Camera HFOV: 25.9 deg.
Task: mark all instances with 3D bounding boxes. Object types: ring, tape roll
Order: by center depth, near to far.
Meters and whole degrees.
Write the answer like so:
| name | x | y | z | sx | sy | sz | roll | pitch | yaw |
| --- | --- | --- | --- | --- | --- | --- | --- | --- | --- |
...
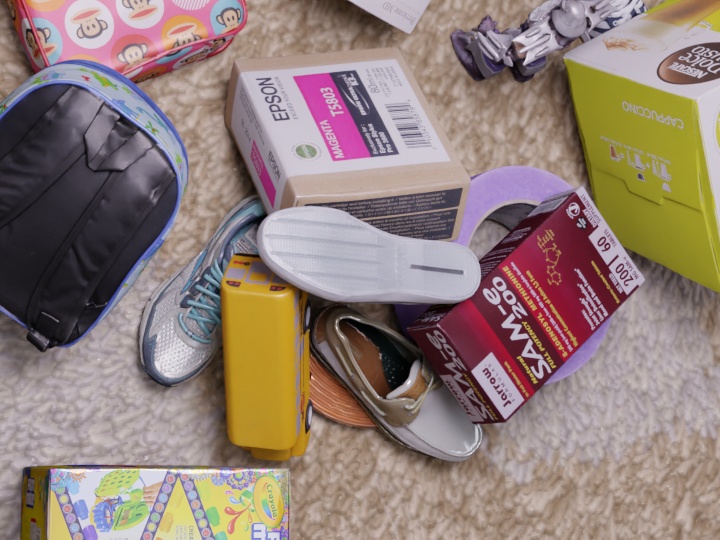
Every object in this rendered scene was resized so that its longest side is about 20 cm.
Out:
| name | x | y | z | sx | sy | sz | roll | pitch | yaw |
| --- | --- | --- | --- | --- | --- | --- | --- | --- | --- |
| tape roll | 0.134 | 0.009 | 1.454 | 0.198 | 0.085 | 0.203 | 4 | 82 | -27 |
| ring | 0.007 | 0.044 | 1.458 | 0.198 | 0.019 | 0.203 | 2 | 83 | -19 |

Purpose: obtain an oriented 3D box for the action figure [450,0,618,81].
| name | x | y | z | sx | sy | sz | roll | pitch | yaw |
| --- | --- | --- | --- | --- | --- | --- | --- | --- | --- |
| action figure | 0.156 | -0.220 | 1.437 | 0.129 | 0.200 | 0.070 | -20 | 90 | -19 |

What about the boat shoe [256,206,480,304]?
| name | x | y | z | sx | sy | sz | roll | pitch | yaw |
| --- | --- | --- | --- | --- | --- | --- | --- | --- | --- |
| boat shoe | 0.000 | 0.000 | 1.291 | 0.198 | 0.067 | 0.075 | 15 | 72 | -22 |

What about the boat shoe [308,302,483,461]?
| name | x | y | z | sx | sy | sz | roll | pitch | yaw |
| --- | --- | --- | --- | --- | --- | --- | --- | --- | --- |
| boat shoe | 0.036 | 0.106 | 1.415 | 0.199 | 0.068 | 0.075 | 37 | 75 | -13 |

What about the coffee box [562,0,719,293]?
| name | x | y | z | sx | sy | sz | roll | pitch | yaw |
| --- | --- | --- | --- | --- | --- | --- | --- | --- | --- |
| coffee box | 0.336 | -0.130 | 1.457 | 0.196 | 0.199 | 0.202 | -27 | 119 | -19 |

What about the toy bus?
| name | x | y | z | sx | sy | sz | roll | pitch | yaw |
| --- | --- | --- | --- | --- | --- | --- | --- | --- | --- |
| toy bus | -0.079 | 0.082 | 1.339 | 0.064 | 0.079 | 0.202 | 5 | 123 | 7 |

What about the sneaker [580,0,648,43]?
| name | x | y | z | sx | sy | sz | roll | pitch | yaw |
| --- | --- | --- | --- | --- | --- | --- | --- | --- | --- |
| sneaker | 0.259 | -0.252 | 1.523 | 0.070 | 0.108 | 0.200 | -44 | 99 | -16 |

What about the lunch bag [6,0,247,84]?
| name | x | y | z | sx | sy | sz | roll | pitch | yaw |
| --- | --- | --- | --- | --- | --- | --- | --- | --- | --- |
| lunch bag | -0.214 | -0.256 | 1.381 | 0.198 | 0.082 | 0.178 | -22 | 91 | -18 |

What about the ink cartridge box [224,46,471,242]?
| name | x | y | z | sx | sy | sz | roll | pitch | yaw |
| --- | --- | --- | --- | --- | --- | --- | --- | --- | --- |
| ink cartridge box | -0.014 | -0.107 | 1.380 | 0.163 | 0.076 | 0.201 | -7 | 45 | -20 |

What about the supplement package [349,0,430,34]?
| name | x | y | z | sx | sy | sz | roll | pitch | yaw |
| --- | --- | --- | --- | --- | --- | --- | --- | --- | --- |
| supplement package | 0.035 | -0.335 | 1.399 | 0.113 | 0.109 | 0.201 | 14 | 111 | -56 |

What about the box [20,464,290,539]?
| name | x | y | z | sx | sy | sz | roll | pitch | yaw |
| --- | --- | --- | --- | --- | --- | --- | --- | --- | --- |
| box | -0.174 | 0.222 | 1.284 | 0.190 | 0.200 | 0.124 | 3 | 83 | -18 |

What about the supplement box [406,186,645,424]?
| name | x | y | z | sx | sy | sz | roll | pitch | yaw |
| --- | --- | --- | --- | --- | --- | --- | --- | --- | --- |
| supplement box | 0.147 | 0.030 | 1.378 | 0.200 | 0.061 | 0.109 | -42 | 102 | -24 |

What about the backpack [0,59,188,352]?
| name | x | y | z | sx | sy | sz | roll | pitch | yaw |
| --- | --- | --- | --- | --- | --- | --- | --- | --- | --- |
| backpack | -0.242 | -0.068 | 1.297 | 0.183 | 0.147 | 0.200 | 40 | 106 | -11 |

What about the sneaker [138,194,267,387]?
| name | x | y | z | sx | sy | sz | roll | pitch | yaw |
| --- | --- | --- | --- | --- | --- | --- | --- | --- | --- |
| sneaker | -0.127 | 0.011 | 1.381 | 0.077 | 0.086 | 0.201 | 35 | 75 | -11 |
